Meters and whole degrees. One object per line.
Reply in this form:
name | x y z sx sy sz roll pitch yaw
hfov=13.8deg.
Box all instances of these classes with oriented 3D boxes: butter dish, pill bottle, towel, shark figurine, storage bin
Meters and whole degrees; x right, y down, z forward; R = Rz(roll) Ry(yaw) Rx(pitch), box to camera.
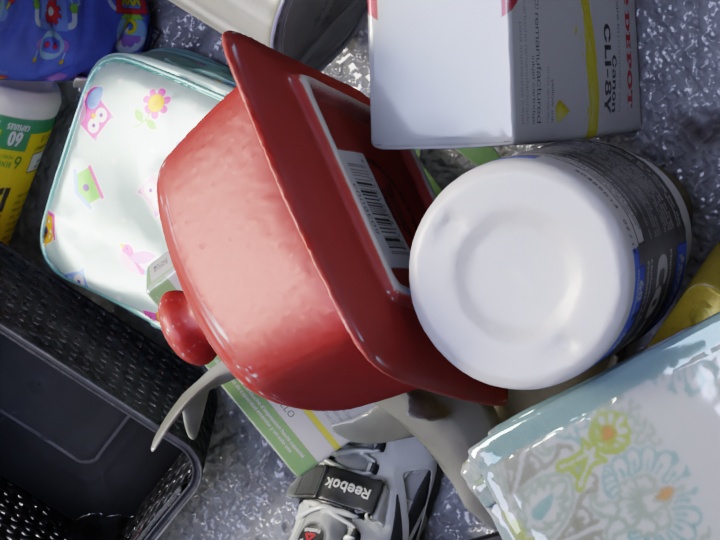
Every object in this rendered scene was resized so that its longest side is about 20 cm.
butter dish | -0.039 0.000 1.552 0.148 0.199 0.201 -30 70 17
pill bottle | 0.105 -0.008 1.526 0.113 0.200 0.114 2 97 18
pill bottle | -0.268 -0.040 1.837 0.113 0.113 0.201 29 106 22
towel | 0.164 0.122 1.470 0.200 0.048 0.172 -30 84 26
shark figurine | 0.001 0.068 1.628 0.214 0.090 0.129 15 106 -12
storage bin | -0.199 0.088 1.774 0.200 0.094 0.135 33 113 -13

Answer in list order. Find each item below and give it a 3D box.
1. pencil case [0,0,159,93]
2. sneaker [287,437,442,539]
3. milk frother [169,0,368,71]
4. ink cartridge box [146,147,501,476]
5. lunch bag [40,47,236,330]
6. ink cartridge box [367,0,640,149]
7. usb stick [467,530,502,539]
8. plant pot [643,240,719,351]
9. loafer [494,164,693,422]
pencil case | -0.208 -0.146 1.753 0.078 0.200 0.087 -2 93 34
sneaker | -0.003 0.140 1.731 0.074 0.088 0.201 4 95 29
milk frother | -0.090 -0.230 1.683 0.188 0.200 0.181 32 104 21
ink cartridge box | 0.000 0.000 1.675 0.200 0.048 0.146 -36 107 8
lunch bag | -0.082 -0.041 1.762 0.199 0.077 0.161 23 103 24
ink cartridge box | 0.080 -0.140 1.602 0.083 0.200 0.146 -1 93 24
usb stick | 0.075 0.176 1.683 0.199 0.033 0.056 -16 93 3
plant pot | 0.220 0.088 1.561 0.200 0.176 0.200 41 110 19
loafer | 0.115 0.031 1.671 0.076 0.067 0.201 29 106 22
